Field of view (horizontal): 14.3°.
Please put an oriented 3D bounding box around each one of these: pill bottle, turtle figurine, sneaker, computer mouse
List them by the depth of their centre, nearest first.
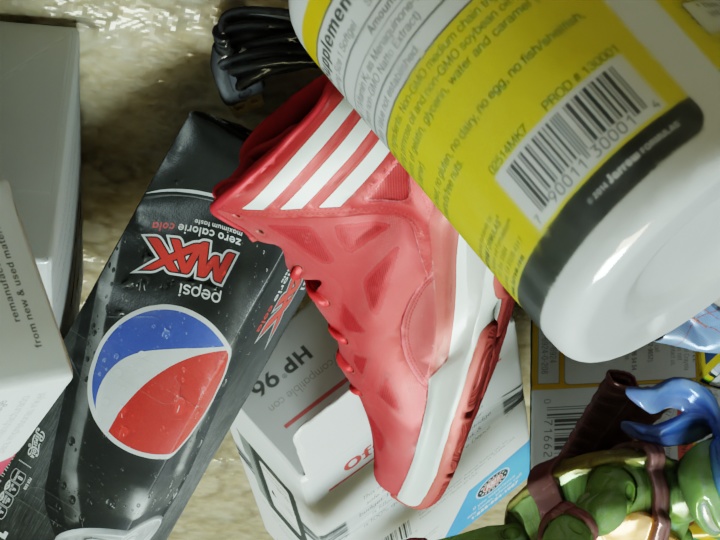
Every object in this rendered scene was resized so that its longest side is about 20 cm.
[{"bbox_3d":[0.049,-0.079,0.923,0.114,0.200,0.114,-33,159,-15],"label":"pill bottle"},{"bbox_3d":[0.000,0.000,1.091,0.115,0.078,0.201,17,130,6],"label":"sneaker"},{"bbox_3d":[0.015,-0.044,1.125,0.140,0.046,0.200,6,162,16],"label":"computer mouse"},{"bbox_3d":[0.077,0.153,1.144,0.193,0.201,0.144,-15,-176,28],"label":"turtle figurine"}]

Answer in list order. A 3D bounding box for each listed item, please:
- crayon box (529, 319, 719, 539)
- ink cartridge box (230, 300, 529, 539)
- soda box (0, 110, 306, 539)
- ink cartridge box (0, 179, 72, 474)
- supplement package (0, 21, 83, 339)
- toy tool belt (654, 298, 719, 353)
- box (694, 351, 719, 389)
[{"bbox_3d":[0.174,0.067,1.246,0.199,0.126,0.052,-4,150,11],"label":"crayon box"},{"bbox_3d":[0.007,0.059,1.244,0.116,0.068,0.200,-37,154,-13],"label":"ink cartridge box"},{"bbox_3d":[-0.081,0.039,1.143,0.063,0.200,0.071,30,-175,13],"label":"soda box"},{"bbox_3d":[-0.220,0.048,1.002,0.199,0.086,0.148,-12,160,-30],"label":"ink cartridge box"},{"bbox_3d":[-0.172,-0.003,1.171,0.113,0.110,0.200,4,150,-1],"label":"supplement package"},{"bbox_3d":[0.147,-0.016,1.043,0.199,0.125,0.123,-4,153,-15],"label":"toy tool belt"},{"bbox_3d":[0.235,0.026,1.164,0.199,0.070,0.064,14,147,-19],"label":"box"}]
